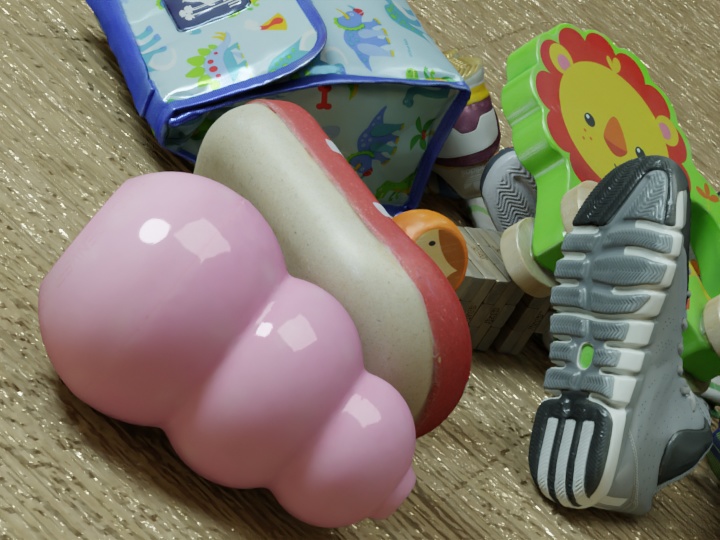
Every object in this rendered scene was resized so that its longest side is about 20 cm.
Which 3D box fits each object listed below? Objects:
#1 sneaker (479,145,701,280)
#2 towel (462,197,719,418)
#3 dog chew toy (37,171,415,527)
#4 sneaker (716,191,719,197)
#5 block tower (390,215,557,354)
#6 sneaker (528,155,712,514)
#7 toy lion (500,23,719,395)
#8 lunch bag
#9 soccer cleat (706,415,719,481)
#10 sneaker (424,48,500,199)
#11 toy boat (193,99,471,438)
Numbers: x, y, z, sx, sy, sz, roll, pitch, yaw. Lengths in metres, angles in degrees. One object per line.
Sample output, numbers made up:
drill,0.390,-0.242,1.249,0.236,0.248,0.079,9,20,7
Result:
sneaker,0.142,-0.037,1.749,0.200,0.078,0.112,30,15,-32
towel,0.147,0.011,1.762,0.152,0.023,0.200,20,26,-26
dog chew toy,-0.057,0.046,1.311,0.200,0.125,0.125,41,22,-4
sneaker,0.274,0.021,1.828,0.077,0.082,0.200,7,36,-47
block tower,0.034,0.006,1.582,0.199,0.054,0.058,8,32,-45
sneaker,0.162,0.043,1.541,0.075,0.201,0.115,12,-7,44
toy lion,0.161,-0.047,1.648,0.200,0.069,0.192,36,43,-27
lunch bag,-0.060,-0.130,1.658,0.199,0.128,0.170,2,38,-30
soccer cleat,0.266,0.083,1.689,0.084,0.065,0.200,43,33,1
sneaker,0.047,-0.092,1.792,0.074,0.091,0.200,-13,8,-3
toy boat,0.000,0.000,1.429,0.130,0.131,0.200,-9,45,-32
